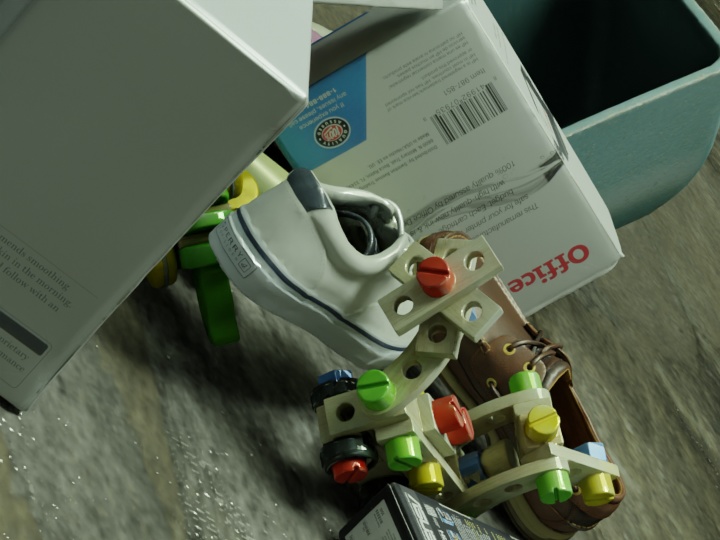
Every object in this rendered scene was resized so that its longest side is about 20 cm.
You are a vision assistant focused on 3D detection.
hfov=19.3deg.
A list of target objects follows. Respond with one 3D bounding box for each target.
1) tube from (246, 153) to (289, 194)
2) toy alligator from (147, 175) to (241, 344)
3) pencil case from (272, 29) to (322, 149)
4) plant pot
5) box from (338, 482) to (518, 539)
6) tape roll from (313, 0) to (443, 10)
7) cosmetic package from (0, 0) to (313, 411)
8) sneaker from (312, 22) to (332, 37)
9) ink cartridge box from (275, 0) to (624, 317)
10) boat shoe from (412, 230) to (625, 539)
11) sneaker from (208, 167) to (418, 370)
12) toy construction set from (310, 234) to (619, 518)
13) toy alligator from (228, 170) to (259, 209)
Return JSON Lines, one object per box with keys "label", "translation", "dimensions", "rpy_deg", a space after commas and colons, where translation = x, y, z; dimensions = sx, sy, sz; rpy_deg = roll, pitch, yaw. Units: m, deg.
{"label": "tube", "translation": [-0.048, -0.034, 1.248], "dimensions": [0.200, 0.058, 0.052], "rpy_deg": [40, 23, -22]}
{"label": "toy alligator", "translation": [-0.095, -0.060, 1.117], "dimensions": [0.059, 0.054, 0.201], "rpy_deg": [-11, 73, -17]}
{"label": "pencil case", "translation": [-0.084, -0.140, 1.364], "dimensions": [0.200, 0.087, 0.088], "rpy_deg": [30, 24, -35]}
{"label": "plant pot", "translation": [0.153, -0.123, 1.620], "dimensions": [0.200, 0.195, 0.197], "rpy_deg": [80, -17, -54]}
{"label": "box", "translation": [0.084, 0.211, 1.051], "dimensions": [0.161, 0.049, 0.200], "rpy_deg": [26, 27, -40]}
{"label": "tape roll", "translation": [-0.050, -0.189, 1.204], "dimensions": [0.201, 0.071, 0.202], "rpy_deg": [4, 9, -1]}
{"label": "cosmetic package", "translation": [-0.127, -0.082, 0.975], "dimensions": [0.123, 0.200, 0.200], "rpy_deg": [39, 20, -17]}
{"label": "sneaker", "translation": [-0.022, -0.136, 1.519], "dimensions": [0.199, 0.070, 0.093], "rpy_deg": [24, 17, -47]}
{"label": "ink cartridge box", "translation": [0.051, -0.065, 1.318], "dimensions": [0.200, 0.145, 0.084], "rpy_deg": [56, 14, -22]}
{"label": "boat shoe", "translation": [0.096, 0.062, 1.260], "dimensions": [0.072, 0.067, 0.201], "rpy_deg": [-22, 84, -49]}
{"label": "sneaker", "translation": [0.000, 0.000, 1.100], "dimensions": [0.073, 0.071, 0.200], "rpy_deg": [60, 15, 22]}
{"label": "toy construction set", "translation": [0.049, 0.074, 1.096], "dimensions": [0.200, 0.130, 0.092], "rpy_deg": [62, 16, -45]}
{"label": "toy alligator", "translation": [-0.081, -0.020, 1.176], "dimensions": [0.054, 0.059, 0.200], "rpy_deg": [-36, 79, -30]}
